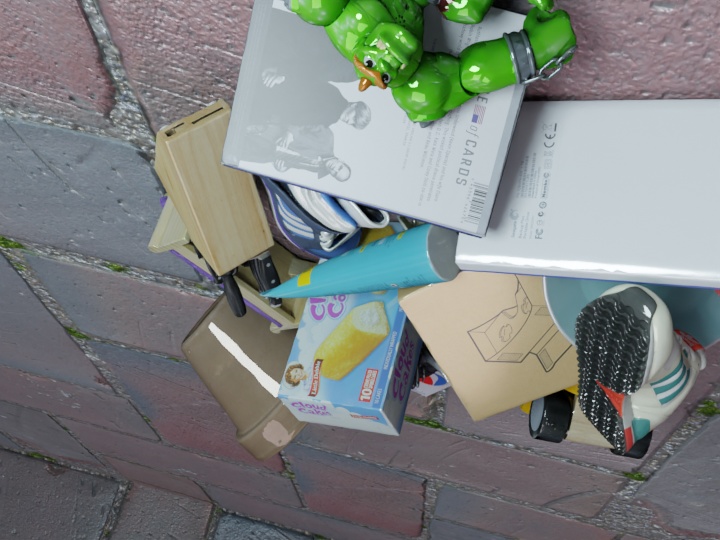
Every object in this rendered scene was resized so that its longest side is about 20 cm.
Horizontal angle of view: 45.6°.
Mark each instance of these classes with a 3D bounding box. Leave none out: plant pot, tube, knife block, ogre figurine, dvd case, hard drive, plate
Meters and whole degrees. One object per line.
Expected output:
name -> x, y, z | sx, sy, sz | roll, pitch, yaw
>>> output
plant pot -> -0.132, 0.111, 1.108 | 0.174, 0.201, 0.200 | 42, 149, -8
tube -> 0.000, 0.000, 0.773 | 0.197, 0.052, 0.077 | -13, 179, 41
knife block -> -0.120, -0.042, 0.783 | 0.178, 0.063, 0.200 | 61, 164, -2
ogre figurine -> 0.035, -0.168, 0.525 | 0.120, 0.099, 0.198 | -42, 139, 22
dvd case -> 0.012, -0.122, 0.596 | 0.196, 0.154, 0.025 | 15, -170, 3
hard drive -> 0.174, -0.059, 0.618 | 0.196, 0.135, 0.025 | 4, 162, 25
plate -> 0.240, -0.013, 0.689 | 0.195, 0.026, 0.204 | -3, 118, -5

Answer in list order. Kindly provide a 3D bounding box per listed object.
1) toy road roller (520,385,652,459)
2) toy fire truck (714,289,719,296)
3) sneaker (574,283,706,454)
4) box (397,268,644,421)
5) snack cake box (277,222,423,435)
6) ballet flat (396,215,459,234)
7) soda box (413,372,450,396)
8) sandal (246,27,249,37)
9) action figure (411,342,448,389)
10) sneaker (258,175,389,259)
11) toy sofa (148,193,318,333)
toy road roller -> 0.247, 0.100, 0.927 | 0.120, 0.149, 0.200 | 11, -169, -2
toy fire truck -> 0.363, 0.036, 0.700 | 0.196, 0.049, 0.143 | -15, 133, -23
sneaker -> 0.221, 0.061, 0.658 | 0.071, 0.092, 0.202 | 49, 164, 36
box -> 0.153, 0.042, 0.758 | 0.197, 0.021, 0.165 | -24, 118, 21
snack cake box -> 0.004, 0.052, 0.858 | 0.112, 0.204, 0.067 | 4, 151, 23
ballet flat -> 0.057, -0.072, 0.724 | 0.070, 0.073, 0.201 | 9, 154, 15
soda box -> 0.102, 0.090, 1.022 | 0.063, 0.069, 0.200 | 24, 153, -14
sandal -> -0.009, -0.125, 0.641 | 0.199, 0.054, 0.081 | 42, 139, 3
action figure -> 0.033, 0.072, 0.937 | 0.116, 0.105, 0.199 | -14, -172, -19
sneaker -> -0.020, -0.050, 0.753 | 0.146, 0.080, 0.201 | 39, 167, 42
toy sofa -> -0.142, -0.011, 0.959 | 0.096, 0.084, 0.199 | -11, 143, 41
